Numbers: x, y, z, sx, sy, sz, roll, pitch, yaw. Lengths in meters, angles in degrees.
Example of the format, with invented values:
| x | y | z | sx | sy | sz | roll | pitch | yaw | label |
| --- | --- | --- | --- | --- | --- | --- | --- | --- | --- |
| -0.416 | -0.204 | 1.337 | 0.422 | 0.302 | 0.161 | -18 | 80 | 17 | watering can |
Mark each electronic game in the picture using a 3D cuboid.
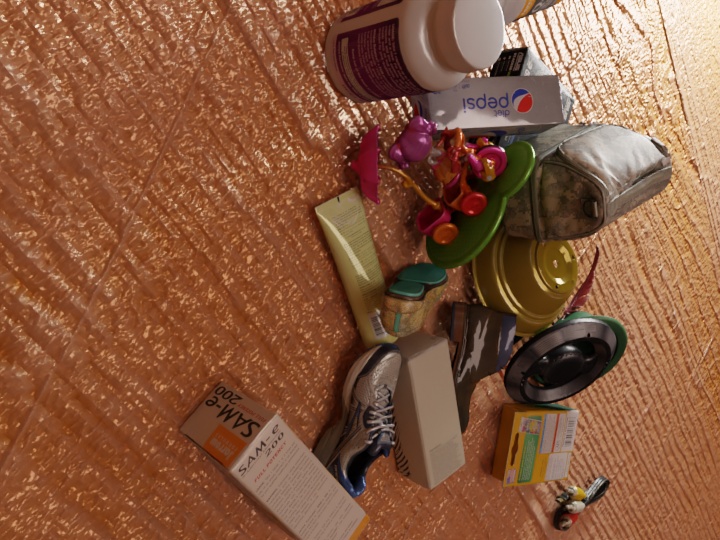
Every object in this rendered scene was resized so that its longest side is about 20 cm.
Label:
| x | y | z | sx | sy | sz | roll | pitch | yaw | label |
| --- | --- | --- | --- | --- | --- | --- | --- | --- | --- |
| 0.331 | 0.154 | 1.029 | 0.198 | 0.042 | 0.201 | -11 | 133 | -11 | electronic game |

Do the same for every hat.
| x | y | z | sx | sy | sz | roll | pitch | yaw | label |
| --- | --- | --- | --- | --- | --- | --- | --- | --- | --- |
| 0.374 | 0.092 | 1.131 | 0.198 | 0.177 | 0.167 | -15 | 127 | 0 | hat |

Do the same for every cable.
| x | y | z | sx | sy | sz | roll | pitch | yaw | label |
| --- | --- | --- | --- | --- | --- | --- | --- | --- | --- |
| 0.441 | 0.461 | 1.218 | 0.199 | 0.050 | 0.098 | 8 | 94 | -40 | cable |

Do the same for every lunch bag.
| x | y | z | sx | sy | sz | roll | pitch | yaw | label |
| --- | --- | --- | --- | --- | --- | --- | --- | --- | --- |
| 0.316 | -0.124 | 0.869 | 0.199 | 0.167 | 0.141 | -27 | 119 | -34 | lunch bag |

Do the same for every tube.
| x | y | z | sx | sy | sz | roll | pitch | yaw | label |
| --- | --- | --- | --- | --- | --- | --- | --- | --- | --- |
| 0.000 | 0.000 | 0.789 | 0.051 | 0.058 | 0.202 | -15 | 109 | 8 | tube |

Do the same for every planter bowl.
| x | y | z | sx | sy | sz | roll | pitch | yaw | label |
| --- | --- | --- | --- | --- | --- | --- | --- | --- | --- |
| 0.272 | -0.003 | 0.952 | 0.199 | 0.083 | 0.203 | 8 | 75 | -30 | planter bowl |

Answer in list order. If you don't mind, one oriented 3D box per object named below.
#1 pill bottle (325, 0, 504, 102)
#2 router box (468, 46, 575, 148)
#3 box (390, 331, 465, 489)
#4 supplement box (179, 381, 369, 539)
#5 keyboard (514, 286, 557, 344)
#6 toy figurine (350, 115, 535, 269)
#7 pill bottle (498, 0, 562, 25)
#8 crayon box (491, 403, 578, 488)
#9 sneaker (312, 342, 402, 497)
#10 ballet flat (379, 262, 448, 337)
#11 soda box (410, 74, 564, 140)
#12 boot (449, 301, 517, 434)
| x | y | z | sx | sy | sz | roll | pitch | yaw | label |
| --- | --- | --- | --- | --- | --- | --- | --- | --- | --- |
| 0.059 | -0.255 | 0.699 | 0.111 | 0.199 | 0.114 | -7 | 101 | -39 | pill bottle |
| 0.245 | -0.212 | 0.952 | 0.149 | 0.062 | 0.202 | 25 | 80 | -41 | router box |
| 0.087 | 0.194 | 0.871 | 0.082 | 0.068 | 0.202 | -21 | 109 | -36 | box |
| -0.092 | 0.227 | 0.687 | 0.074 | 0.125 | 0.201 | -48 | 124 | -23 | supplement box |
| 0.261 | 0.072 | 1.033 | 0.199 | 0.039 | 0.105 | -30 | 137 | -35 | keyboard |
| 0.085 | -0.123 | 0.773 | 0.183 | 0.200 | 0.151 | 27 | 34 | -27 | toy figurine |
| 0.207 | -0.405 | 0.858 | 0.199 | 0.116 | 0.117 | -33 | 116 | -32 | pill bottle |
| 0.296 | 0.298 | 1.073 | 0.199 | 0.051 | 0.127 | 11 | 89 | -41 | crayon box |
| 0.015 | 0.192 | 0.780 | 0.077 | 0.085 | 0.202 | 19 | 95 | -40 | sneaker |
| 0.068 | 0.038 | 0.803 | 0.200 | 0.070 | 0.072 | -32 | 121 | -69 | ballet flat |
| 0.171 | -0.219 | 0.837 | 0.198 | 0.063 | 0.069 | -7 | 90 | -16 | soda box |
| 0.177 | 0.149 | 0.911 | 0.075 | 0.096 | 0.203 | -35 | 127 | -80 | boot |
